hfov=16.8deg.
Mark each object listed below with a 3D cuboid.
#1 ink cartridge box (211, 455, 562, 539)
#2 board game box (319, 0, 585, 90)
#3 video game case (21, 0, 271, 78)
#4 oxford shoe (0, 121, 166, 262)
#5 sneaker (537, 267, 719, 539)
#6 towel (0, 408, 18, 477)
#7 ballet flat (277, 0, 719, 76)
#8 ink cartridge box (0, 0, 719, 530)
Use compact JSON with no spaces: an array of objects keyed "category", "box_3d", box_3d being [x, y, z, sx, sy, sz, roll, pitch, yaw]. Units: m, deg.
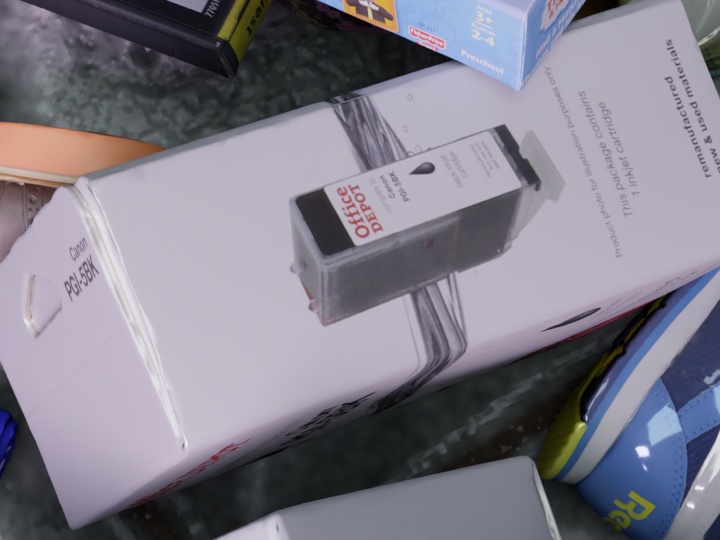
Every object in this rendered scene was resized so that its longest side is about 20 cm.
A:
[{"category":"ink cartridge box","box_3d":[-0.037,0.157,0.692,0.199,0.145,0.146,-27,79,31]},{"category":"board game box","box_3d":[-0.002,-0.150,0.740,0.199,0.037,0.152,25,56,17]},{"category":"video game case","box_3d":[-0.091,-0.177,0.824,0.199,0.026,0.182,21,74,18]},{"category":"oxford shoe","box_3d":[-0.162,-0.013,0.800,0.198,0.071,0.074,4,84,-3]},{"category":"sneaker","box_3d":[0.148,0.015,0.814,0.082,0.074,0.200,42,87,3]},{"category":"towel","box_3d":[-0.228,0.078,0.788,0.199,0.050,0.149,22,78,1]},{"category":"ballet flat","box_3d":[0.063,-0.104,0.828,0.198,0.071,0.070,6,85,-2]},{"category":"ink cartridge box","box_3d":[0.000,0.000,0.742,0.199,0.147,0.083,-19,83,-23]}]
